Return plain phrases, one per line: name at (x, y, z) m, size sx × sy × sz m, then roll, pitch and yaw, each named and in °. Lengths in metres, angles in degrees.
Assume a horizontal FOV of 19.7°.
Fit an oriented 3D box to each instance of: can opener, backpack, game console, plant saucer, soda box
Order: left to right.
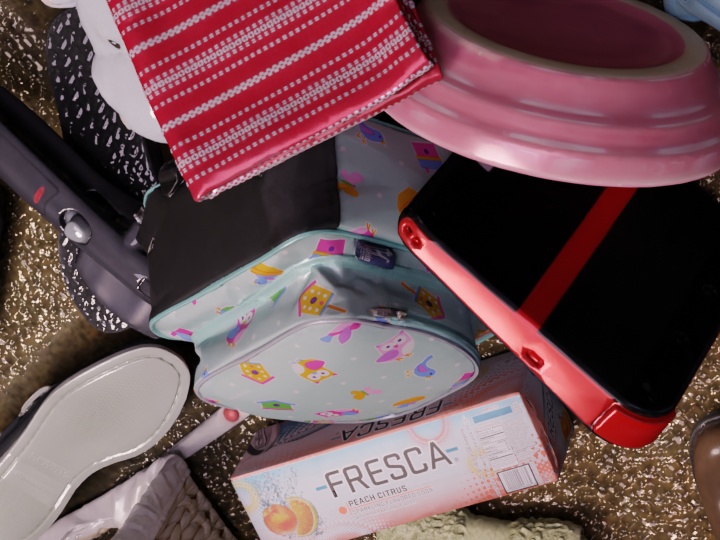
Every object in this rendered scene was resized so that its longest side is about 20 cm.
can opener at (-0.175, -0.045, 1.218) m, size 0.200 × 0.063 × 0.079 m, roll 43°, pitch 109°, yaw 6°
backpack at (0.000, 0.000, 1.147) m, size 0.176 × 0.199 × 0.154 m, roll -33°, pitch 63°, yaw 46°
soda box at (0.026, 0.111, 1.260) m, size 0.199 × 0.068 × 0.064 m, roll -18°, pitch 108°, yaw 21°
plant saucer at (0.103, -0.106, 1.079) m, size 0.200 × 0.201 × 0.051 m, roll 15°, pitch 116°, yaw 11°
game console at (0.122, -0.013, 1.113) m, size 0.177 × 0.200 × 0.031 m, roll 41°, pitch 132°, yaw 0°

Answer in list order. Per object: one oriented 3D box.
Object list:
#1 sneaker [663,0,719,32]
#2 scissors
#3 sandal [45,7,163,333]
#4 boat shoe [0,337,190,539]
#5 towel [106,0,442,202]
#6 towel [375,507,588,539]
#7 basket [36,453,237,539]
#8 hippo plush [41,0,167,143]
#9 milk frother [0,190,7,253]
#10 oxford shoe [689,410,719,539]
sneaker at (0.185, -0.174, 1.100) m, size 0.082 × 0.074 × 0.200 m, roll -30°, pitch 98°, yaw 22°
scissors at (-0.069, 0.088, 1.312) m, size 0.073 × 0.014 × 0.200 m, roll 37°, pitch 116°, yaw 1°
sandal at (-0.146, -0.063, 1.266) m, size 0.075 × 0.048 × 0.202 m, roll -1°, pitch 98°, yaw 19°
boat shoe at (-0.183, 0.098, 1.325) m, size 0.200 × 0.060 × 0.076 m, roll -37°, pitch 116°, yaw 24°
towel at (-0.061, -0.153, 1.040) m, size 0.144 × 0.022 × 0.201 m, roll -26°, pitch 77°, yaw 9°
towel at (0.072, 0.239, 1.316) m, size 0.148 × 0.036 × 0.201 m, roll 8°, pitch 113°, yaw 15°
basket at (-0.166, 0.259, 1.305) m, size 0.198 × 0.200 × 0.161 m, roll -34°, pitch 101°, yaw 26°
hippo plush at (-0.078, -0.156, 1.138) m, size 0.158 × 0.161 × 0.201 m, roll -6°, pitch 109°, yaw 19°
milk frother at (-0.322, 0.010, 1.259) m, size 0.180 × 0.200 × 0.189 m, roll 20°, pitch 115°, yaw 5°
oxford shoe at (0.247, 0.175, 1.211) m, size 0.072 × 0.084 × 0.201 m, roll -22°, pitch 101°, yaw 25°
